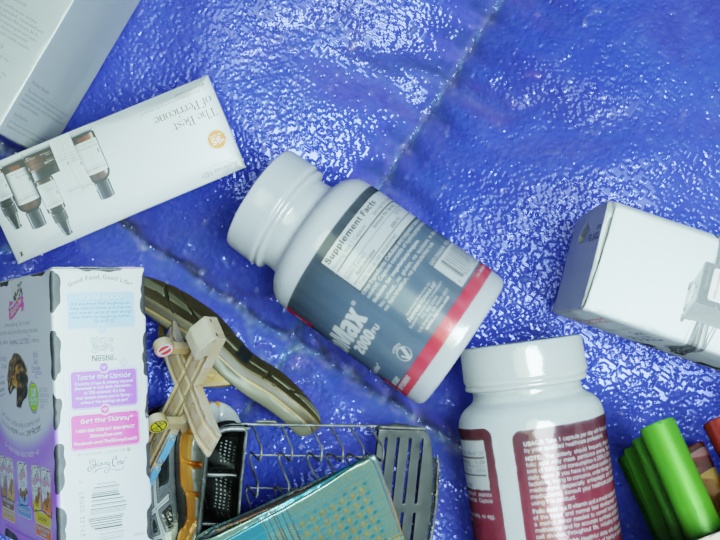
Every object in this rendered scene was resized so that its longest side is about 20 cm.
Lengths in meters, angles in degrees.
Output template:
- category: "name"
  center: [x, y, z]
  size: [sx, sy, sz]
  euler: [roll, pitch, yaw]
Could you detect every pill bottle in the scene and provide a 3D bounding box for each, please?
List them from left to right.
- category: "pill bottle"
  center: [0.000, 0.000, 0.771]
  size: [0.199, 0.120, 0.120]
  euler: [35, 88, 6]
- category: "pill bottle"
  center: [0.136, 0.155, 0.755]
  size: [0.113, 0.114, 0.203]
  euler: [-7, 86, 2]

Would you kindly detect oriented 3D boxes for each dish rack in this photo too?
- category: "dish rack"
  center: [-0.030, 0.189, 0.757]
  size: [0.198, 0.055, 0.155]
  euler: [4, 98, -17]

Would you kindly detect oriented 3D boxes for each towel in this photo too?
- category: "towel"
  center: [-0.024, 0.251, 0.732]
  size: [0.145, 0.022, 0.202]
  euler: [-23, 108, -13]

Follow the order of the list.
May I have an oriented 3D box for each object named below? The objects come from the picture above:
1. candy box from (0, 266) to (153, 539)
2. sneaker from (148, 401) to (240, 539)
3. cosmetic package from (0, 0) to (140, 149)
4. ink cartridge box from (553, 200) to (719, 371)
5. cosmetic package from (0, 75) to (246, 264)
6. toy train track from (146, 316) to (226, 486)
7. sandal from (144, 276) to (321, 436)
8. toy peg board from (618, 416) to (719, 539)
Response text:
- category: "candy box"
  center: [-0.221, 0.102, 0.740]
  size: [0.071, 0.167, 0.203]
  euler: [-1, 87, -34]
- category: "sneaker"
  center: [-0.142, 0.200, 0.792]
  size: [0.077, 0.078, 0.203]
  euler: [7, 92, 34]
- category: "cosmetic package"
  center: [-0.256, -0.205, 0.804]
  size: [0.081, 0.113, 0.201]
  euler: [29, 86, 4]
- category: "ink cartridge box"
  center: [0.256, 0.024, 0.744]
  size: [0.198, 0.145, 0.084]
  euler: [19, 87, 4]
- category: "cosmetic package"
  center: [-0.200, -0.083, 0.803]
  size: [0.198, 0.051, 0.083]
  euler: [-24, 101, -6]
- category: "toy train track"
  center: [-0.154, 0.116, 0.729]
  size: [0.201, 0.032, 0.115]
  euler: [-61, 42, 28]
- category: "sandal"
  center: [-0.120, 0.076, 0.796]
  size: [0.199, 0.080, 0.054]
  euler: [39, 96, 0]
- category: "toy peg board"
  center: [0.286, 0.146, 0.716]
  size: [0.197, 0.200, 0.099]
  euler: [-21, 70, 1]
